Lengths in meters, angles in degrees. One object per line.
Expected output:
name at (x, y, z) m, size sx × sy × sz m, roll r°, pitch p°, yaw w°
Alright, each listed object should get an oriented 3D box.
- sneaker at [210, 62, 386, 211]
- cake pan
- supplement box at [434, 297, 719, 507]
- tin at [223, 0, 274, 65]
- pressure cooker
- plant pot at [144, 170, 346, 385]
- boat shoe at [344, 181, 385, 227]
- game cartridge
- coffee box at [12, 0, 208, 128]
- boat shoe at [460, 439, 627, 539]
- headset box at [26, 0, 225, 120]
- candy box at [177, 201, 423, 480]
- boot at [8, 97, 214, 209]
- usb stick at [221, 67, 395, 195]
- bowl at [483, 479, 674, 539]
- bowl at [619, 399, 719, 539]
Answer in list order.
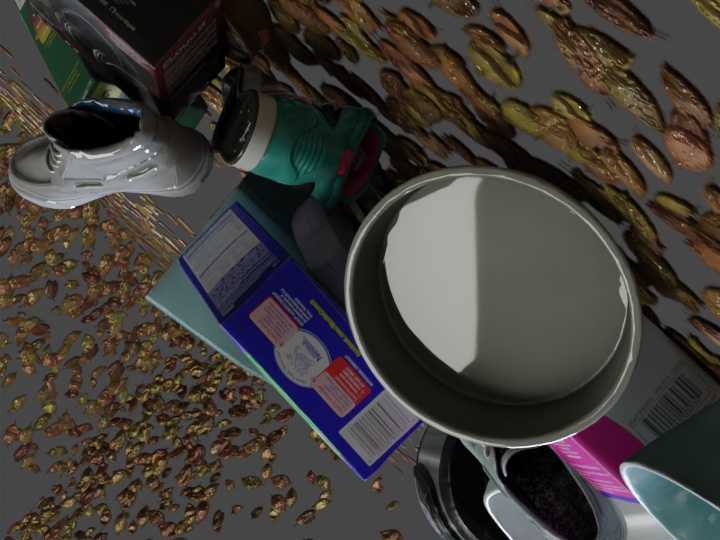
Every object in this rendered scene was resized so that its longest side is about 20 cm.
sneaker at (-0.044, -0.104, 1.133) m, size 0.120 × 0.084 × 0.200 m, roll 20°, pitch -167°, yaw -16°
cake pan at (0.088, 0.020, 0.960) m, size 0.200 × 0.200 × 0.037 m, roll 42°, pitch -147°, yaw -1°
supplement box at (0.150, 0.063, 1.058) m, size 0.200 × 0.101 × 0.103 m, roll 43°, pitch 172°, yaw -3°
tin at (-0.147, -0.236, 1.118) m, size 0.200 × 0.042 × 0.112 m, roll 41°, pitch 175°, yaw 6°
pressure cooker at (0.147, 0.204, 1.485) m, size 0.177 × 0.177 × 0.200 m, roll 18°, pitch 174°, yaw -6°
plant pot at (-0.056, 0.017, 1.305) m, size 0.200 × 0.141 × 0.141 m, roll 41°, pitch -158°, yaw -5°
boat shoe at (0.063, -0.009, 1.214) m, size 0.200 × 0.059 × 0.072 m, roll 47°, pitch -171°, yaw -16°
game cartridge at (0.000, 0.000, 1.167) m, size 0.133 × 0.042 × 0.200 m, roll 43°, pitch -171°, yaw -13°
coffee box at (-0.221, -0.196, 1.251) m, size 0.122 × 0.044 × 0.201 m, roll 10°, pitch -142°, yaw -46°
boat shoe at (0.132, 0.146, 1.161) m, size 0.201 × 0.070 × 0.071 m, roll 48°, pitch -175°, yaw 27°
headset box at (-0.175, -0.198, 1.065) m, size 0.149 × 0.077 × 0.200 m, roll 41°, pitch 172°, yaw 1°
candy box at (-0.050, 0.049, 1.132) m, size 0.169 × 0.077 × 0.200 m, roll 49°, pitch 178°, yaw -20°
boot at (-0.215, -0.098, 1.130) m, size 0.199 × 0.074 × 0.095 m, roll -3°, pitch 158°, yaw 30°
usb stick at (-0.045, -0.110, 1.287) m, size 0.200 × 0.033 × 0.056 m, roll 39°, pitch 163°, yaw 20°
bowl at (0.225, 0.200, 1.264) m, size 0.199 × 0.075 × 0.200 m, roll -14°, pitch 135°, yaw 34°
bowl at (0.274, 0.148, 0.927) m, size 0.201 × 0.105 × 0.201 m, roll 41°, pitch 171°, yaw 8°
